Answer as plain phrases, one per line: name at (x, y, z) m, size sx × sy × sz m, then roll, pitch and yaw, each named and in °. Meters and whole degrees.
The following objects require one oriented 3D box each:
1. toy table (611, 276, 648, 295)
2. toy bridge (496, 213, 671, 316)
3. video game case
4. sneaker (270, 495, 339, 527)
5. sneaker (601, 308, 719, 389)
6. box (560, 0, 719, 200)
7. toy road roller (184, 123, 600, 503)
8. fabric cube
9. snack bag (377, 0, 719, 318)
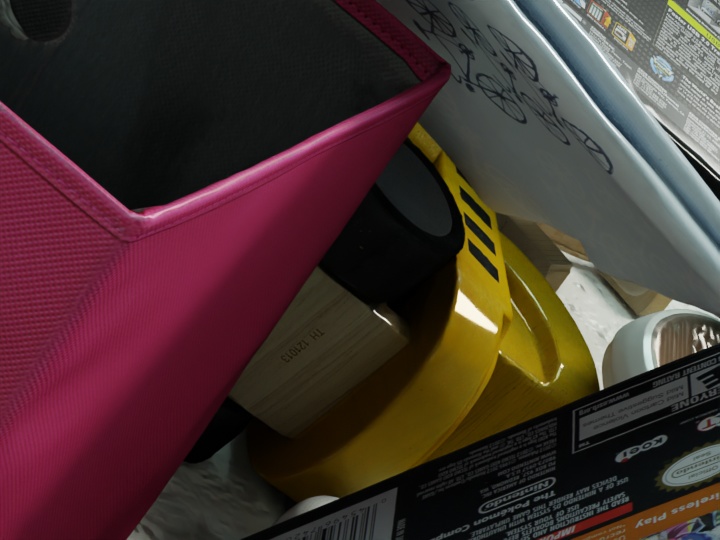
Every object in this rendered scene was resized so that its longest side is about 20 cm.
toy table at (0.088, -0.090, 1.112) m, size 0.200 × 0.117 × 0.184 m, roll -21°, pitch 74°, yaw -50°
toy bridge at (0.057, -0.014, 1.151) m, size 0.200 × 0.027 × 0.067 m, roll 3°, pitch 40°, yaw -51°
video game case at (0.025, 0.100, 0.717) m, size 0.026 × 0.199 × 0.181 m, roll 61°, pitch 16°, yaw -21°
sneaker at (0.028, 0.128, 0.797) m, size 0.070 × 0.080 × 0.201 m, roll 16°, pitch 30°, yaw -34°
sneaker at (0.116, 0.076, 0.976) m, size 0.200 × 0.084 × 0.073 m, roll 37°, pitch 39°, yaw -53°
box at (0.120, -0.071, 0.996) m, size 0.200 × 0.044 × 0.160 m, roll 40°, pitch 37°, yaw -12°
toy road roller at (0.000, 0.000, 0.948) m, size 0.146 × 0.123 × 0.200 m, roll 39°, pitch 25°, yaw -26°
fabric cube at (-0.133, -0.020, 0.702) m, size 0.200 × 0.200 × 0.196 m, roll 40°, pitch 25°, yaw 8°
snack bag at (0.022, -0.064, 0.777) m, size 0.189 × 0.021 × 0.200 m, roll 47°, pitch -8°, yaw -24°
